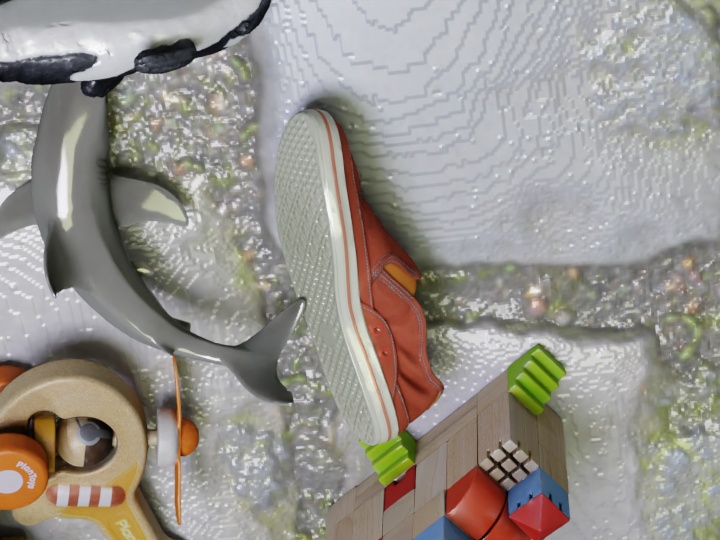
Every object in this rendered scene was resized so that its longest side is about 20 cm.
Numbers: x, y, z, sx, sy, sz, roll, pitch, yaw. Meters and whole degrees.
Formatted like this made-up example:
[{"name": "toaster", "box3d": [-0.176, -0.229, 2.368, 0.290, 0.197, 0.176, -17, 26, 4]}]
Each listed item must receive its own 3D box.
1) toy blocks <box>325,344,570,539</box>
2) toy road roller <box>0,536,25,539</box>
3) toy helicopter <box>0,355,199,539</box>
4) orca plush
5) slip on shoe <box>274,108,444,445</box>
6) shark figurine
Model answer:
[{"name": "toy blocks", "box3d": [0.048, 0.152, 1.171, 0.200, 0.137, 0.100, -40, 110, 21]}, {"name": "toy road roller", "box3d": [-0.216, 0.209, 1.229, 0.145, 0.123, 0.201, -5, 123, -10]}, {"name": "toy helicopter", "box3d": [-0.143, 0.128, 1.216, 0.132, 0.079, 0.201, -23, 127, 5]}, {"name": "orca plush", "box3d": [-0.138, -0.107, 1.048, 0.105, 0.199, 0.071, 41, 146, 29]}, {"name": "slip on shoe", "box3d": [0.000, 0.000, 1.137, 0.061, 0.074, 0.201, -26, 113, -22]}, {"name": "shark figurine", "box3d": [-0.135, 0.005, 1.115, 0.128, 0.090, 0.215, -33, 101, 23]}]
